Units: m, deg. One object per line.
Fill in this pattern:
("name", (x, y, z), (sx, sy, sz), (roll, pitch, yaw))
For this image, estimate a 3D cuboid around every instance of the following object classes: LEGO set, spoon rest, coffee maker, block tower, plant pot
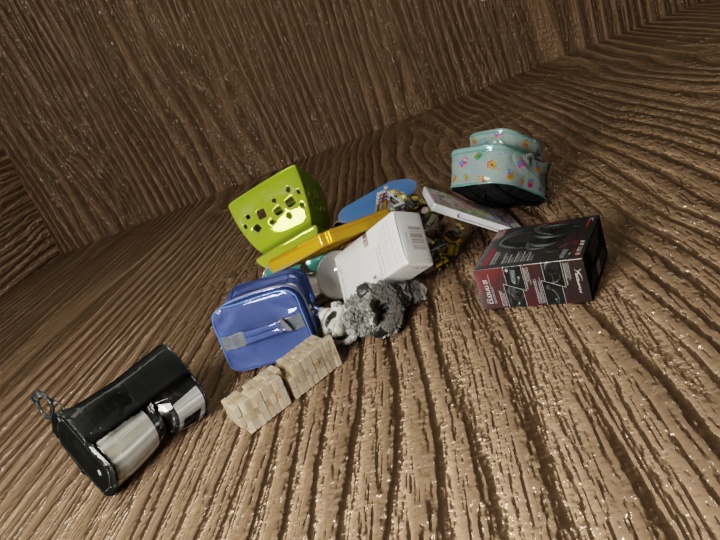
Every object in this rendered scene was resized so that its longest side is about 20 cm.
("LEGO set", (0.116, -0.105, 1.238), (0.150, 0.118, 0.201), (-17, 45, -27))
("spoon rest", (0.000, 0.000, 1.263), (0.194, 0.103, 0.061), (-11, -10, 12))
("coffee maker", (-0.370, 0.211, 0.978), (0.133, 0.195, 0.199), (-25, 10, 45))
("block tower", (-0.124, 0.179, 0.992), (0.198, 0.055, 0.057), (-33, 23, -28))
("plant pot", (-0.172, -0.106, 1.489), (0.196, 0.185, 0.199), (-27, -13, 11))

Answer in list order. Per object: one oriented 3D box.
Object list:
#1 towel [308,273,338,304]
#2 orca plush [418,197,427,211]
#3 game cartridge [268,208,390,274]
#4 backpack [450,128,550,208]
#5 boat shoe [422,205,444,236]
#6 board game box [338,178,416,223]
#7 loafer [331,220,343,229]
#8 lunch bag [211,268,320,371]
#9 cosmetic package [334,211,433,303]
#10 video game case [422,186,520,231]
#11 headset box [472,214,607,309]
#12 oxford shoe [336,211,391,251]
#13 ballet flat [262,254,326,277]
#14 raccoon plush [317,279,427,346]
("towel", (-0.089, 0.020, 1.396), (0.188, 0.033, 0.199), (-31, 20, -20))
("orca plush", (0.072, -0.121, 1.451), (0.198, 0.072, 0.105), (-33, 0, 26))
("game cartridge", (-0.060, -0.056, 1.167), (0.174, 0.033, 0.198), (-24, -1, -40))
("backpack", (0.285, -0.212, 1.293), (0.196, 0.159, 0.173), (-2, 4, -40))
("boat shoe", (0.145, -0.091, 1.377), (0.062, 0.072, 0.199), (33, 40, 16))
("board game box", (0.045, -0.143, 1.409), (0.197, 0.040, 0.158), (-31, 24, -10))
("loafer", (-0.027, -0.088, 1.493), (0.073, 0.072, 0.200), (2, 15, 15))
("lunch bag", (-0.162, 0.093, 1.128), (0.195, 0.139, 0.133), (-18, 18, 13))
("cosmetic package", (0.037, -0.018, 1.124), (0.073, 0.104, 0.199), (1, -25, -38))
("video game case", (0.225, -0.117, 1.239), (0.194, 0.018, 0.144), (17, 19, -8))
("headset box", (0.283, -0.012, 0.998), (0.196, 0.079, 0.149), (-6, 26, 36))
("oxford shoe", (0.046, -0.068, 1.353), (0.197, 0.072, 0.072), (-31, 63, -16))
("ballet flat", (-0.130, -0.019, 1.396), (0.195, 0.074, 0.072), (-22, 19, -3))
("raccoon plush", (0.020, 0.082, 1.094), (0.197, 0.100, 0.132), (1, -18, -46))
